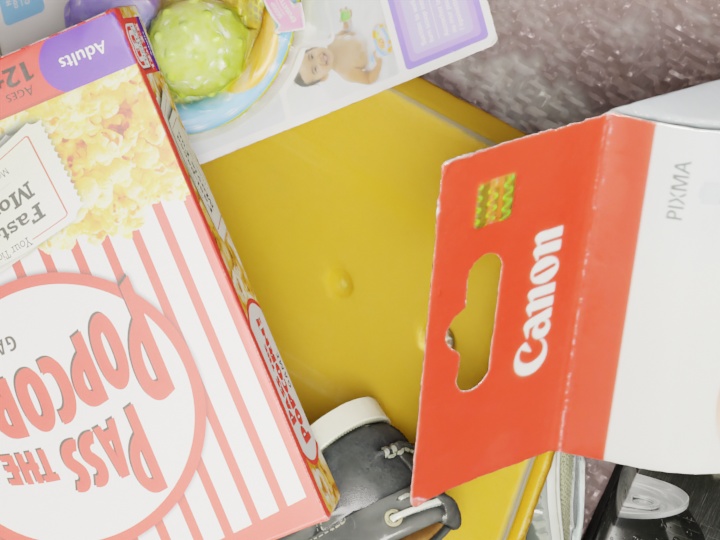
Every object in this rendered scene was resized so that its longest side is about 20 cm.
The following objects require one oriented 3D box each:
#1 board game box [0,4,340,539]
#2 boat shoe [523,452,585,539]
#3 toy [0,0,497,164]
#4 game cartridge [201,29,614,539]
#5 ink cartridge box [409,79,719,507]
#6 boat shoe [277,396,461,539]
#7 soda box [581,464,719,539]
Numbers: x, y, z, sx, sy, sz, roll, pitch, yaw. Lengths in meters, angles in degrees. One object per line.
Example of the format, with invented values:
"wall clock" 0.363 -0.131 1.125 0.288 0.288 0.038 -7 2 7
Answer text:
"board game box" -0.115 0.024 0.966 0.151 0.046 0.200 -23 95 8
"boat shoe" 0.063 0.081 1.094 0.074 0.065 0.202 17 124 28
"toy" -0.057 -0.106 0.990 0.200 0.047 0.115 -19 76 18
"game cartridge" 0.000 0.000 1.037 0.200 0.032 0.177 32 124 23
"ink cartridge box" 0.119 0.010 0.953 0.200 0.050 0.162 -18 133 -27
"boat shoe" -0.045 0.141 1.020 0.200 0.072 0.068 -46 74 10
"soda box" 0.121 0.138 1.109 0.063 0.071 0.200 19 121 0
